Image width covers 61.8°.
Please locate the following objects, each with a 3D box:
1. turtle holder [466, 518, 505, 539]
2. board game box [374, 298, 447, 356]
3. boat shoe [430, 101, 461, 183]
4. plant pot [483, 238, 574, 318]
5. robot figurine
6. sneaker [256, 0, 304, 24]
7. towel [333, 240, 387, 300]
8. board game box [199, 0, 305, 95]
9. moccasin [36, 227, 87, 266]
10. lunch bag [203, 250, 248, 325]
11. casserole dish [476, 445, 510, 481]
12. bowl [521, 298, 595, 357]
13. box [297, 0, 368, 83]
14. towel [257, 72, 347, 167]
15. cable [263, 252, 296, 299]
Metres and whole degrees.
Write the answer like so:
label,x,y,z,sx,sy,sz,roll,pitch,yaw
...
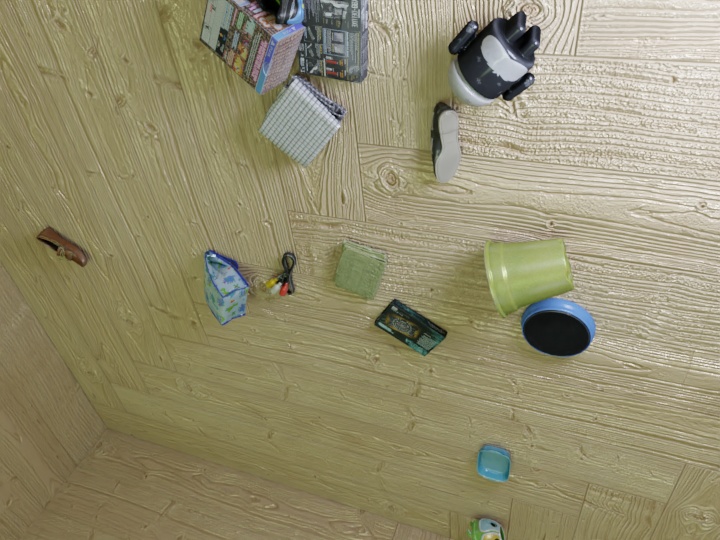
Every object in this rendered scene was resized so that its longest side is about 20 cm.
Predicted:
label,x,y,z,sx,sy,sz,roll,pitch,yaw
turtle holder,0.515,1.095,2.463,0.131,0.142,0.185,-18,160,19
board game box,0.156,0.182,1.896,0.199,0.028,0.135,33,137,-5
boat shoe,0.198,-0.301,1.415,0.066,0.057,0.201,-14,136,-8
plant pot,0.424,0.004,1.492,0.183,0.201,0.201,-13,124,22
robot figurine,0.268,-0.422,1.210,0.200,0.124,0.151,-37,78,44
sneaker,-0.191,-0.601,1.268,0.200,0.082,0.071,61,156,13
towel,0.000,0.000,1.803,0.148,0.037,0.201,22,136,7
board game box,-0.247,-0.532,1.352,0.200,0.097,0.160,42,143,3
moccasin,-1.134,-0.080,2.287,0.201,0.078,0.074,42,135,-13
lunch bag,-0.470,0.052,2.035,0.200,0.127,0.171,47,143,25
casserole dish,0.490,0.704,2.202,0.120,0.039,0.201,11,133,19
bowl,0.546,0.164,1.670,0.200,0.039,0.201,15,135,15
box,-0.063,-0.529,1.332,0.157,0.050,0.201,14,135,15
towel,-0.143,-0.374,1.497,0.165,0.086,0.200,40,137,-9
cable,-0.242,0.026,1.941,0.097,0.050,0.200,32,138,-5
